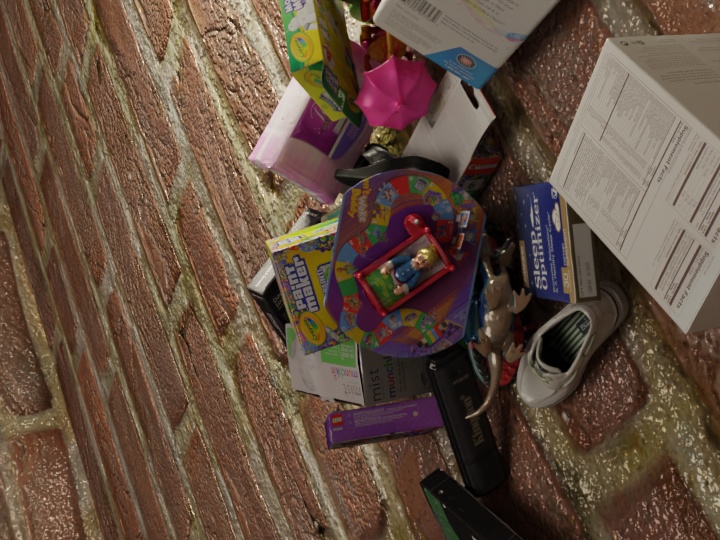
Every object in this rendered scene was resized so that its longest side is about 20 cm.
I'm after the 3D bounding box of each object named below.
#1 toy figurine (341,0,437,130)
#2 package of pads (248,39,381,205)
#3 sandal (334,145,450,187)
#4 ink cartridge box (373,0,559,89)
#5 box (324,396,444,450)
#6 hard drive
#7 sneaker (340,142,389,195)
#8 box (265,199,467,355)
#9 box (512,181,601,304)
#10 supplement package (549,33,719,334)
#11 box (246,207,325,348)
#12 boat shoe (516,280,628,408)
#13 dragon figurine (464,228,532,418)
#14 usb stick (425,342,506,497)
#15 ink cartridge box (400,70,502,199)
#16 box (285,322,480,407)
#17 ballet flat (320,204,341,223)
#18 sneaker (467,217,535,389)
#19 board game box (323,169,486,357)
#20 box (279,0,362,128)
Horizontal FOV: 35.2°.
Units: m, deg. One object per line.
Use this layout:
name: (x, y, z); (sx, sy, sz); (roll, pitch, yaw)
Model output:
toy figurine: (0.032, -0.254, 1.354); (0.200, 0.149, 0.186); (114, 155, -78)
package of pads: (-0.047, -0.198, 1.472); (0.076, 0.120, 0.201); (29, 91, 53)
sandal: (0.042, -0.124, 1.379); (0.200, 0.075, 0.048); (0, 71, 55)
ink cartridge box: (0.124, -0.304, 1.182); (0.200, 0.144, 0.085); (-44, 18, 56)
box: (0.025, 0.194, 1.435); (0.200, 0.136, 0.039); (108, 154, -78)
hard drive: (0.155, 0.335, 1.352); (0.200, 0.038, 0.140); (33, 151, 54)
sneaker: (0.026, -0.117, 1.502); (0.200, 0.075, 0.085); (37, 98, 36)
box: (0.000, 0.000, 1.318); (0.200, 0.191, 0.123); (-146, 38, -81)
box: (0.196, -0.031, 1.179); (0.200, 0.032, 0.122); (-167, 70, -82)
supplement package: (0.289, -0.079, 0.939); (0.200, 0.151, 0.151); (56, 142, 39)
box: (-0.066, 0.032, 1.537); (0.036, 0.143, 0.200); (20, 153, 34)
boat shoe: (0.206, 0.085, 1.205); (0.074, 0.067, 0.201); (47, 138, 23)
dragon figurine: (0.146, 0.057, 1.245); (0.099, 0.058, 0.202); (-115, 28, -80)
usb stick: (0.126, 0.179, 1.341); (0.033, 0.055, 0.201); (40, 152, 63)
ink cartridge box: (0.115, -0.150, 1.346); (0.109, 0.050, 0.200); (66, 146, 29)
box: (0.026, 0.105, 1.441); (0.200, 0.175, 0.097); (2, 99, 62)
ballet flat: (-0.011, -0.019, 1.511); (0.201, 0.062, 0.068); (71, 175, -49)
sneaker: (0.149, 0.039, 1.330); (0.096, 0.079, 0.202); (140, 123, -77)
board game box: (0.048, -0.007, 1.197); (0.039, 0.157, 0.202); (-157, 78, -85)
box: (-0.048, -0.269, 1.345); (0.048, 0.117, 0.201); (-21, 60, 16)
